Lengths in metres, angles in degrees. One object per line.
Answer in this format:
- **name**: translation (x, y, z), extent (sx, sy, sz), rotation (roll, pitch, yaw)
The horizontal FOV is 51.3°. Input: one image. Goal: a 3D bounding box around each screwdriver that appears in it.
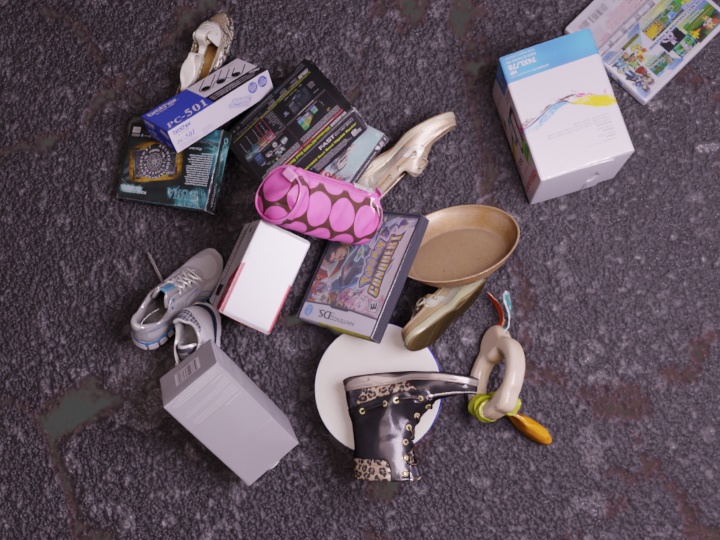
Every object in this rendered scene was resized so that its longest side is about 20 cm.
- **screwdriver**: translation (-0.310, 0.055, 1.252), extent (0.028, 0.029, 0.201), rotation (-31, 73, 1)

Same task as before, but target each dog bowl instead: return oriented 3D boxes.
- **dog bowl**: translation (0.030, 0.182, 1.161), extent (0.197, 0.079, 0.203), rotation (-1, 81, 6)

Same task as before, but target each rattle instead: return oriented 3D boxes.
- **rattle**: translation (0.246, 0.143, 1.149), extent (0.141, 0.131, 0.202), rotation (14, 56, -2)

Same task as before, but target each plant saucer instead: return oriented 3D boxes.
- **plant saucer**: translation (0.148, -0.032, 1.154), extent (0.198, 0.201, 0.036), rotation (-16, 124, 4)

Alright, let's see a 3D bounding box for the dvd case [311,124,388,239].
- **dvd case**: translation (-0.063, -0.165, 1.226), extent (0.146, 0.022, 0.201), rotation (35, 88, 36)

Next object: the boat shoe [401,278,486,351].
- **boat shoe**: translation (0.117, 0.051, 1.137), extent (0.063, 0.074, 0.200), rotation (38, 49, 18)

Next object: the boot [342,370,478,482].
- **boot**: translation (0.073, 0.221, 1.072), extent (0.197, 0.073, 0.153), rotation (-3, 80, 10)

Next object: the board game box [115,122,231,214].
- **board game box**: translation (-0.314, -0.172, 1.250), extent (0.198, 0.028, 0.137), rotation (10, 85, 26)

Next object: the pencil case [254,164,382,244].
- **pencil case**: translation (-0.054, -0.097, 1.092), extent (0.094, 0.199, 0.091), rotation (-47, 59, 26)

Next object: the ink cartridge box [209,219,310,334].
- **ink cartridge box**: translation (-0.158, 0.006, 1.141), extent (0.083, 0.200, 0.146), rotation (26, 85, -14)

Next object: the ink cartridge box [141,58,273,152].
- **ink cartridge box**: translation (-0.248, -0.273, 1.226), extent (0.199, 0.045, 0.094), rotation (-39, 45, -22)

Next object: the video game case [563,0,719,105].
- **video game case**: translation (0.468, -0.401, 1.230), extent (0.200, 0.022, 0.182), rotation (-43, 79, -2)

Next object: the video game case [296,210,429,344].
- **video game case**: translation (0.000, 0.000, 1.157), extent (0.180, 0.025, 0.202), rotation (11, 74, 47)

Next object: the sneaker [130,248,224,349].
- **sneaker**: translation (-0.291, 0.036, 1.200), extent (0.075, 0.087, 0.201), rotation (33, 68, 10)

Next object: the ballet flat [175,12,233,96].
- **ballet flat**: translation (-0.269, -0.360, 1.280), extent (0.067, 0.075, 0.202), rotation (15, 83, 17)

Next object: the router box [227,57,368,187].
- **router box**: translation (-0.107, -0.224, 1.218), extent (0.200, 0.062, 0.150), rotation (-42, 60, 6)

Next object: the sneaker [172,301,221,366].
- **sneaker**: translation (-0.256, 0.154, 1.175), extent (0.075, 0.080, 0.203), rotation (-6, 100, 16)

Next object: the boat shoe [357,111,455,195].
- **boat shoe**: translation (0.079, -0.181, 1.218), extent (0.199, 0.072, 0.065), rotation (-36, 84, 6)

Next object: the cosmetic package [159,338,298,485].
- **cosmetic package**: translation (-0.196, 0.215, 1.130), extent (0.106, 0.090, 0.201), rotation (-38, 119, -2)

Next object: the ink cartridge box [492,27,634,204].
- **ink cartridge box**: translation (0.306, -0.231, 1.158), extent (0.144, 0.147, 0.202), rotation (-17, 79, 3)
